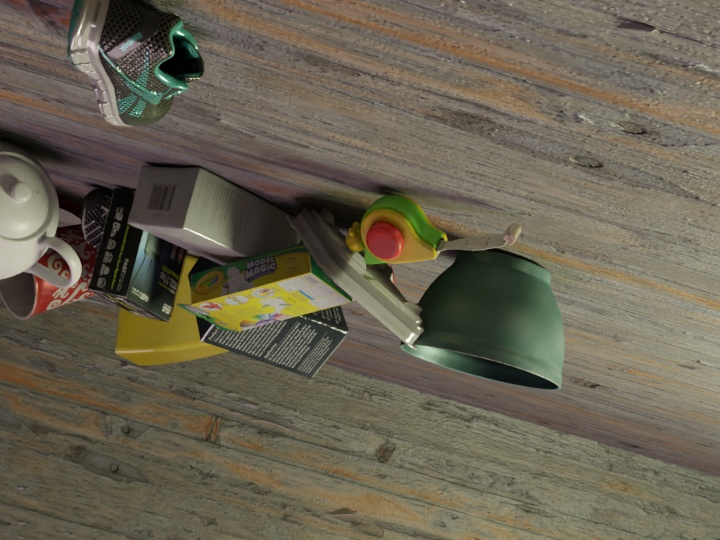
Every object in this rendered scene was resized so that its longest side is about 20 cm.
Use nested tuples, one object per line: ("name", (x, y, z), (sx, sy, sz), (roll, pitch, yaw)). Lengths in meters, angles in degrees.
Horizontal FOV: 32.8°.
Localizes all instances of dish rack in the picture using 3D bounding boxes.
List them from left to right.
("dish rack", (0.000, 0.000, 1.436), (0.172, 0.044, 0.200), (42, -174, -26))

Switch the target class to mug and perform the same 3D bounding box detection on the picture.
("mug", (-0.454, -0.031, 1.916), (0.199, 0.179, 0.133), (-15, -154, -41))

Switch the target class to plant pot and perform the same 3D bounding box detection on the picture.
("plant pot", (-0.325, 0.068, 2.211), (0.175, 0.202, 0.200), (4, 170, 4))
("plant pot", (0.159, 0.054, 1.481), (0.199, 0.135, 0.200), (14, 171, 2))

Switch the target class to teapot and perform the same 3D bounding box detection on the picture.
("teapot", (-0.464, -0.082, 1.580), (0.199, 0.199, 0.146), (8, 166, -41))

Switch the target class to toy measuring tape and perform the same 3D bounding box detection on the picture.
("toy measuring tape", (0.067, -0.049, 1.289), (0.199, 0.074, 0.073), (-7, 160, 31))

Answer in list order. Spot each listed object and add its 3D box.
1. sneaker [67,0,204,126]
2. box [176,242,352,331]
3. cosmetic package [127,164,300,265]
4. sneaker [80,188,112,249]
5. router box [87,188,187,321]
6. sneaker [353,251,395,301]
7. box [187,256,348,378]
("sneaker", (-0.167, -0.160, 0.983), (0.090, 0.078, 0.200), (11, 172, 5))
("box", (-0.123, 0.026, 1.547), (0.199, 0.049, 0.117), (-16, 153, 21))
("cosmetic package", (-0.178, -0.060, 1.539), (0.112, 0.082, 0.200), (7, 168, 39))
("sneaker", (-0.379, -0.070, 1.832), (0.080, 0.073, 0.200), (59, 171, 25))
("router box", (-0.316, -0.018, 1.778), (0.062, 0.151, 0.200), (11, 170, 12))
("sneaker", (-0.053, 0.017, 1.639), (0.198, 0.078, 0.082), (-1, -156, 3))
("box", (-0.137, 0.048, 1.807), (0.199, 0.107, 0.149), (22, -149, -31))
